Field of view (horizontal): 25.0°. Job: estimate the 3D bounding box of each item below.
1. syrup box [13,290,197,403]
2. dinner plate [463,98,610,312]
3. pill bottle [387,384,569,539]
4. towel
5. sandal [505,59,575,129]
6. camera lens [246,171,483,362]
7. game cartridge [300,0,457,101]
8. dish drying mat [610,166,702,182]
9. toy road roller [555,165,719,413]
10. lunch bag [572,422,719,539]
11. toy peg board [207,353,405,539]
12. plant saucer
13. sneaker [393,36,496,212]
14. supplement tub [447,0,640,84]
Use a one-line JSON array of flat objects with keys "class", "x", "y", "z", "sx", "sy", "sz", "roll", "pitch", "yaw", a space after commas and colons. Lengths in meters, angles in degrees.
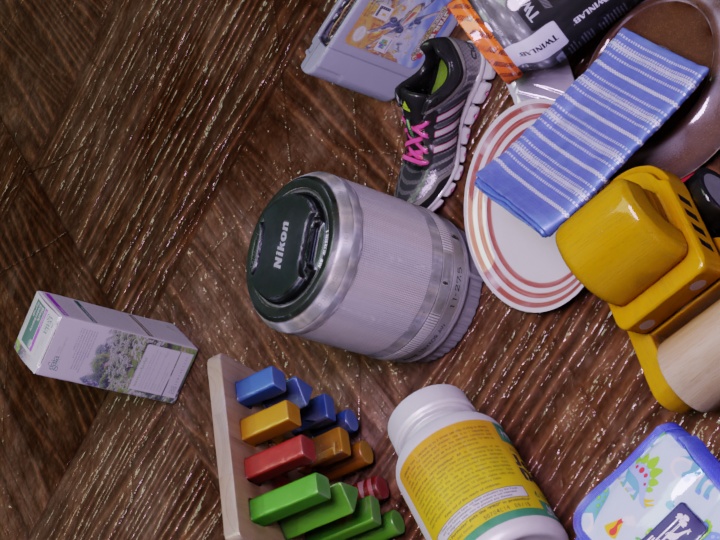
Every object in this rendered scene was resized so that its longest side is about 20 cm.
[{"class": "syrup box", "x": -0.306, "y": 0.093, "z": 1.957, "sx": 0.081, "sy": 0.200, "sz": 0.079, "roll": 39, "pitch": 107, "yaw": 51}, {"class": "dinner plate", "x": 0.169, "y": -0.061, "z": 1.524, "sx": 0.200, "sy": 0.024, "sz": 0.201, "roll": 2, "pitch": 93, "yaw": 54}, {"class": "pill bottle", "x": 0.099, "y": 0.200, "z": 1.468, "sx": 0.113, "sy": 0.113, "sz": 0.200, "roll": -55, "pitch": 40, "yaw": 22}, {"class": "towel", "x": 0.196, "y": -0.123, "z": 1.415, "sx": 0.200, "sy": 0.024, "sz": 0.145, "roll": -46, "pitch": 29, "yaw": 2}, {"class": "sandal", "x": 0.166, "y": -0.207, "z": 1.588, "sx": 0.079, "sy": 0.059, "sz": 0.207, "roll": -16, "pitch": 78, "yaw": 7}, {"class": "camera lens", "x": 0.000, "y": 0.000, "z": 1.602, "sx": 0.160, "sy": 0.200, "sz": 0.160, "roll": -24, "pitch": 58, "yaw": 45}, {"class": "game cartridge", "x": 0.040, "y": -0.273, "z": 1.718, "sx": 0.200, "sy": 0.133, "sz": 0.042, "roll": -55, "pitch": 40, "yaw": 23}, {"class": "dish drying mat", "x": 0.228, "y": -0.067, "z": 1.489, "sx": 0.200, "sy": 0.018, "sz": 0.077, "roll": 13, "pitch": 85, "yaw": 53}, {"class": "toy road roller", "x": 0.245, "y": 0.007, "z": 1.321, "sx": 0.123, "sy": 0.146, "sz": 0.200, "roll": -43, "pitch": 50, "yaw": 34}, {"class": "lunch bag", "x": 0.244, "y": 0.242, "z": 1.232, "sx": 0.170, "sy": 0.127, "sz": 0.200, "roll": 49, "pitch": 126, "yaw": 48}, {"class": "toy peg board", "x": -0.045, "y": 0.189, "z": 1.606, "sx": 0.098, "sy": 0.200, "sz": 0.199, "roll": -25, "pitch": 55, "yaw": 24}, {"class": "plant saucer", "x": 0.267, "y": -0.171, "z": 1.459, "sx": 0.200, "sy": 0.032, "sz": 0.201, "roll": -28, "pitch": 50, "yaw": 40}, {"class": "sneaker", "x": 0.068, "y": -0.153, "z": 1.672, "sx": 0.074, "sy": 0.087, "sz": 0.200, "roll": 28, "pitch": 99, "yaw": 53}, {"class": "supplement tub", "x": 0.187, "y": -0.269, "z": 1.495, "sx": 0.200, "sy": 0.123, "sz": 0.123, "roll": -38, "pitch": 45, "yaw": 10}]
